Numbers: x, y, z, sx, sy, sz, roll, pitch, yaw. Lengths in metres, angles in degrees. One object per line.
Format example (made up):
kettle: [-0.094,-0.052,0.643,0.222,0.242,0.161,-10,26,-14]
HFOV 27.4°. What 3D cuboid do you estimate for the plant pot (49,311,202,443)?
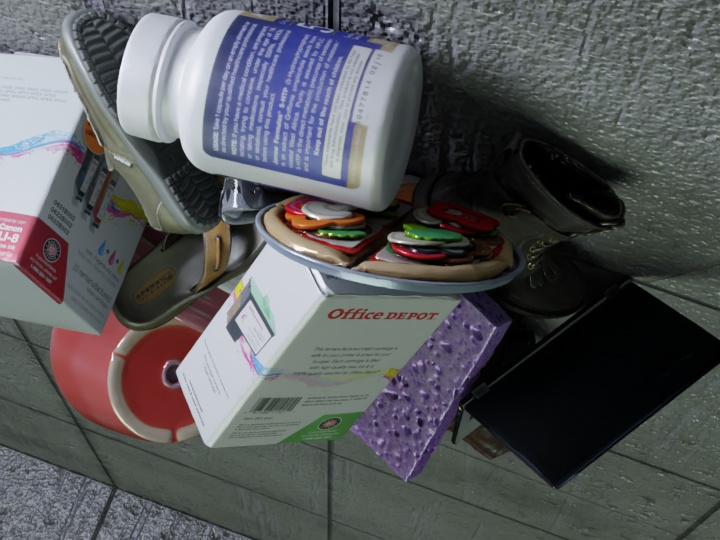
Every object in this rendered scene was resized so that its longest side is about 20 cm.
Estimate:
plant pot: [-0.228,0.101,1.629,0.200,0.201,0.177,30,175,-23]

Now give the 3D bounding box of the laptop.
laptop: [0.188,0.108,1.255,0.116,0.187,0.200,52,167,16]

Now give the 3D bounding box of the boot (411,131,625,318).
boot: [0.147,-0.029,1.163,0.200,0.070,0.174,33,158,-24]

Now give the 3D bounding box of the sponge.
sponge: [0.044,0.080,1.275,0.112,0.030,0.201,42,128,20]

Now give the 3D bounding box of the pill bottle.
pill bottle: [-0.065,-0.120,1.053,0.199,0.120,0.120,14,159,10]

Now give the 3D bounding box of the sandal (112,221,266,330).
sandal: [-0.146,-0.023,1.303,0.082,0.200,0.055,56,-173,18]

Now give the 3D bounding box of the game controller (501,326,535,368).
game controller: [0.073,0.088,1.445,0.199,0.042,0.104,-10,-175,-30]

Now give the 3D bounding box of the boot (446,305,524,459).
boot: [0.141,0.090,1.388,0.200,0.187,0.064,29,-163,-49]

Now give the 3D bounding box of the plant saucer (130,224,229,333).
plant saucer: [-0.193,0.004,1.530,0.200,0.051,0.201,31,-176,-2]

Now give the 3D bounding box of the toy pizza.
toy pizza: [0.023,-0.031,1.074,0.199,0.032,0.200,9,-163,-3]

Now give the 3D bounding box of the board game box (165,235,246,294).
board game box: [-0.121,-0.001,1.445,0.126,0.035,0.200,30,-179,-16]

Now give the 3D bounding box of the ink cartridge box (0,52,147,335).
ink cartridge box: [-0.281,-0.070,1.300,0.144,0.201,0.145,8,157,27]

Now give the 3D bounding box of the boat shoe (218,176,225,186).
boat shoe: [-0.104,-0.080,1.249,0.199,0.073,0.072,29,-179,0]

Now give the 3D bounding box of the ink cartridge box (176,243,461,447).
ink cartridge box: [-0.036,0.052,1.201,0.144,0.084,0.200,2,139,-40]

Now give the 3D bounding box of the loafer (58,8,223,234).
loafer: [-0.185,-0.110,1.173,0.069,0.075,0.201,-23,99,42]

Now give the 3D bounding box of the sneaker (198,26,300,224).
sneaker: [-0.099,-0.104,1.151,0.199,0.114,0.075,29,158,-20]

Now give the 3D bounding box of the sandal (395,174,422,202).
sandal: [-0.007,-0.004,1.281,0.079,0.059,0.207,26,132,-20]
